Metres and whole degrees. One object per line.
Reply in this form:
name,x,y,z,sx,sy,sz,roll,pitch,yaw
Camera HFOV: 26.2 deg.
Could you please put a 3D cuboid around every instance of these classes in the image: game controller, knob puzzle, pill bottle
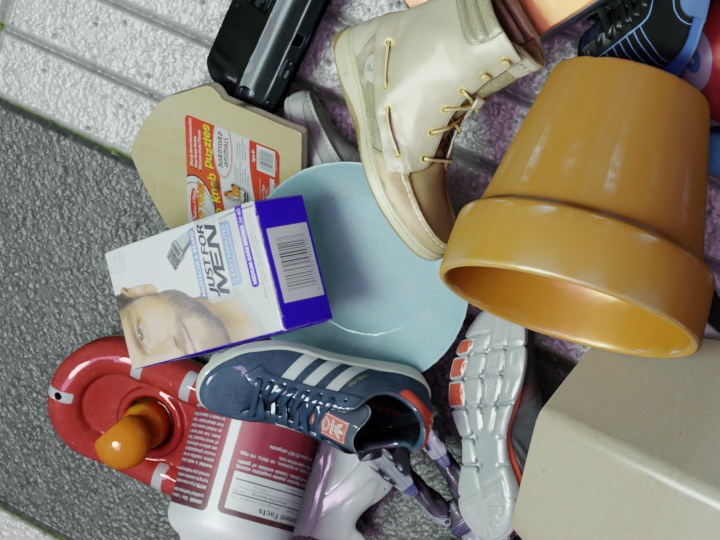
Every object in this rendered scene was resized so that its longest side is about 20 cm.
game controller,-0.071,-0.235,1.345,0.104,0.042,0.200,47,117,45
knob puzzle,-0.124,-0.083,1.397,0.219,0.030,0.220,22,129,29
pill bottle,-0.103,0.180,1.359,0.113,0.113,0.200,13,81,17

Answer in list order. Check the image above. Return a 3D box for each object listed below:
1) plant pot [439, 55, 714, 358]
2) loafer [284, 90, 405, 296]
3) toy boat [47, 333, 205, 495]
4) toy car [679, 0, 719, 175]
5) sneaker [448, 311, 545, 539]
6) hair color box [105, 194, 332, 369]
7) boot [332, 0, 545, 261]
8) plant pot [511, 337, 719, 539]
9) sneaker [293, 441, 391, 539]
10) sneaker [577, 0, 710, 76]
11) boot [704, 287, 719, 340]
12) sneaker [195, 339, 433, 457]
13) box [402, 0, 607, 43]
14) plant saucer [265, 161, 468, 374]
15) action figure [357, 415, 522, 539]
plant pot,0.181,-0.053,1.167,0.200,0.200,0.184,15,78,16
loafer,0.000,-0.073,1.357,0.070,0.070,0.200,-28,97,16
toy boat,-0.204,0.145,1.440,0.200,0.131,0.131,22,108,14
toy car,0.316,-0.154,1.149,0.177,0.200,0.185,3,102,19
sneaker,0.128,0.127,1.320,0.077,0.082,0.200,4,89,44
hair color box,-0.124,0.012,1.313,0.200,0.065,0.110,-17,86,44
boot,0.076,-0.121,1.202,0.155,0.073,0.200,-22,81,29
plant pot,0.235,0.161,1.232,0.177,0.200,0.200,26,132,21
sneaker,-0.004,0.161,1.415,0.087,0.075,0.200,18,108,-7
sneaker,0.214,-0.186,1.193,0.078,0.200,0.070,9,61,-2
boot,0.202,0.022,1.306,0.200,0.072,0.144,44,120,6
sneaker,-0.034,0.112,1.269,0.200,0.085,0.075,4,121,-11
box,0.139,-0.252,1.247,0.200,0.097,0.125,-32,90,23
plant saucer,0.000,0.000,1.323,0.201,0.039,0.201,6,111,17
action figure,0.083,0.210,1.373,0.130,0.069,0.200,-39,102,4
